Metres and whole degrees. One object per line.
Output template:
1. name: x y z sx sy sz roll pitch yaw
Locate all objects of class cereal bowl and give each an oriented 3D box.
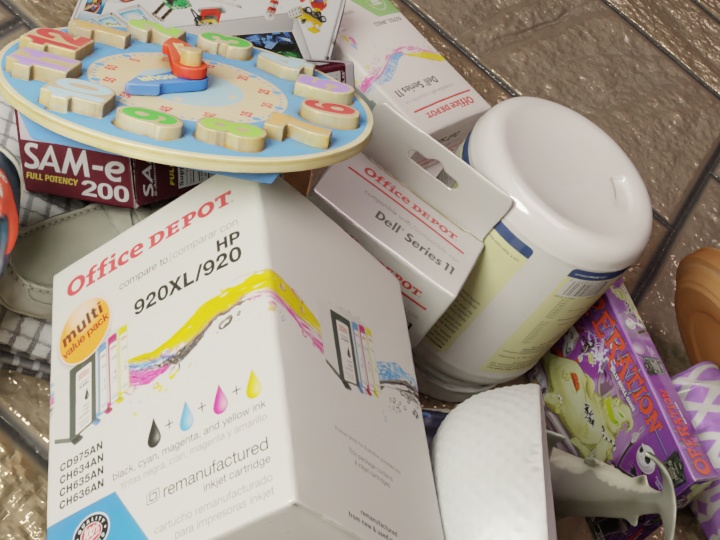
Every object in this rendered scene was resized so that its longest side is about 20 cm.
1. cereal bowl: 0.071 0.167 0.695 0.082 0.201 0.202 -5 47 8

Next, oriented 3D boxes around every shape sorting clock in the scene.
1. shape sorting clock: -0.090 -0.097 0.646 0.197 0.040 0.200 7 25 -3

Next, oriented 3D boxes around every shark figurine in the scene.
1. shark figurine: 0.141 0.163 0.850 0.128 0.213 0.090 35 75 -47

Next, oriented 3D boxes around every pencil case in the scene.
1. pencil case: 0.295 0.171 0.964 0.202 0.083 0.085 66 11 25

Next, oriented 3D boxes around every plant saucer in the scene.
1. plant saucer: 0.309 0.078 0.993 0.032 0.201 0.202 -25 64 -4

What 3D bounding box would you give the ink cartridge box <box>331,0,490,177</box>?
1. ink cartridge box: 0.030 -0.147 1.050 0.200 0.067 0.117 48 38 11

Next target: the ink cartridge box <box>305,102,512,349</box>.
1. ink cartridge box: 0.000 0.000 0.817 0.117 0.200 0.067 36 42 -1

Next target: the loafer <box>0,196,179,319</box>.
1. loafer: -0.128 -0.019 0.736 0.199 0.070 0.070 -17 73 -47

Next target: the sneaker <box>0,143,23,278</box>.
1. sneaker: -0.237 0.026 0.632 0.074 0.201 0.085 23 12 -23

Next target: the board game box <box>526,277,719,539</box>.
1. board game box: 0.182 0.096 0.921 0.032 0.120 0.202 3 51 -32

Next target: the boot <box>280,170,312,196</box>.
1. boot: -0.073 -0.059 0.914 0.073 0.076 0.201 31 41 -4

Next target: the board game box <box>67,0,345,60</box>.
1. board game box: -0.120 -0.180 0.952 0.198 0.035 0.127 14 62 -1

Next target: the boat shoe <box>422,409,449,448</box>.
1. boat shoe: -0.003 0.102 0.808 0.198 0.084 0.069 19 70 -17

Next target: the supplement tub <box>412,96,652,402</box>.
1. supplement tub: 0.101 -0.009 0.895 0.144 0.200 0.146 18 45 -20

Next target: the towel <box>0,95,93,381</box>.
1. towel: -0.223 -0.028 0.776 0.164 0.085 0.202 22 48 -28

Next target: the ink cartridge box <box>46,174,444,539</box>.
1. ink cartridge box: -0.061 0.079 0.634 0.145 0.146 0.202 41 30 -45

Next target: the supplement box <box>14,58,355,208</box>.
1. supplement box: -0.103 -0.093 0.777 0.108 0.062 0.199 10 20 38
